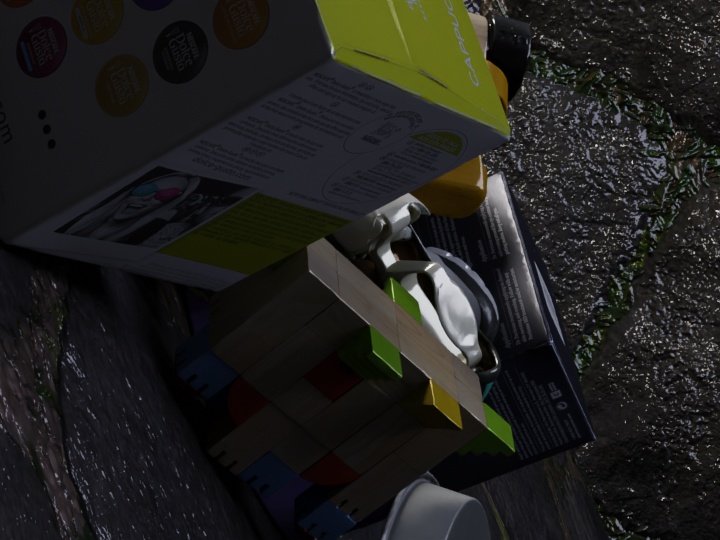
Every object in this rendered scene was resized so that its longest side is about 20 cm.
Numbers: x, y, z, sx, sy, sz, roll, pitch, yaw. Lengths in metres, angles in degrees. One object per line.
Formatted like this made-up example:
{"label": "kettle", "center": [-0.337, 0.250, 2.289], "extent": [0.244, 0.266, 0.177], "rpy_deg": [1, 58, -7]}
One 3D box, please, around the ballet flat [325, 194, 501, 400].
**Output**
{"label": "ballet flat", "center": [0.021, -0.006, 1.548], "extent": [0.200, 0.068, 0.068], "rpy_deg": [54, -36, -1]}

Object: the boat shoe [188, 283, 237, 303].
{"label": "boat shoe", "center": [-0.096, -0.049, 1.554], "extent": [0.200, 0.072, 0.060], "rpy_deg": [-115, -170, -57]}

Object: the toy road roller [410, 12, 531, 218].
{"label": "toy road roller", "center": [0.030, -0.091, 1.792], "extent": [0.200, 0.123, 0.146], "rpy_deg": [126, -27, -56]}

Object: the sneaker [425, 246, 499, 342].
{"label": "sneaker", "center": [0.000, 0.000, 1.747], "extent": [0.200, 0.074, 0.080], "rpy_deg": [31, 11, 13]}

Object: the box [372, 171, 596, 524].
{"label": "box", "center": [0.051, 0.054, 1.859], "extent": [0.200, 0.182, 0.104], "rpy_deg": [-101, 168, -51]}

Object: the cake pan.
{"label": "cake pan", "center": [0.042, 0.222, 1.575], "extent": [0.200, 0.037, 0.200], "rpy_deg": [6, 90, -74]}

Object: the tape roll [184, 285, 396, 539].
{"label": "tape roll", "center": [-0.032, 0.066, 1.635], "extent": [0.200, 0.085, 0.200], "rpy_deg": [-21, 90, -83]}

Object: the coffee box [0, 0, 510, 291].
{"label": "coffee box", "center": [-0.074, -0.128, 1.309], "extent": [0.200, 0.198, 0.200], "rpy_deg": [17, 50, -60]}

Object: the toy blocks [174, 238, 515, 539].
{"label": "toy blocks", "center": [-0.030, 0.070, 1.485], "extent": [0.200, 0.137, 0.100], "rpy_deg": [42, 22, -27]}
